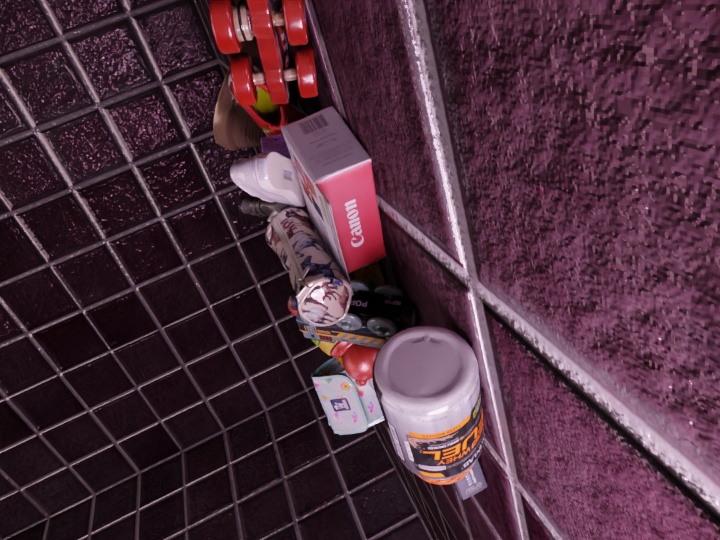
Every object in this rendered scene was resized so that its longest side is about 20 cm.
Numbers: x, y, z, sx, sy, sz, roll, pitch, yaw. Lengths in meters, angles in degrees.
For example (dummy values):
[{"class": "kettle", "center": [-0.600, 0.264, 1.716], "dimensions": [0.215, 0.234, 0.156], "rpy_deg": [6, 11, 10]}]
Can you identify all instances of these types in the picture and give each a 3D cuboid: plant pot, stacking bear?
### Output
[{"class": "plant pot", "center": [-0.171, -0.297, 0.918], "dimensions": [0.092, 0.202, 0.201], "rpy_deg": [25, 169, 0]}, {"class": "stacking bear", "center": [-0.032, 0.108, 0.930], "dimensions": [0.200, 0.121, 0.114], "rpy_deg": [50, -167, 19]}]

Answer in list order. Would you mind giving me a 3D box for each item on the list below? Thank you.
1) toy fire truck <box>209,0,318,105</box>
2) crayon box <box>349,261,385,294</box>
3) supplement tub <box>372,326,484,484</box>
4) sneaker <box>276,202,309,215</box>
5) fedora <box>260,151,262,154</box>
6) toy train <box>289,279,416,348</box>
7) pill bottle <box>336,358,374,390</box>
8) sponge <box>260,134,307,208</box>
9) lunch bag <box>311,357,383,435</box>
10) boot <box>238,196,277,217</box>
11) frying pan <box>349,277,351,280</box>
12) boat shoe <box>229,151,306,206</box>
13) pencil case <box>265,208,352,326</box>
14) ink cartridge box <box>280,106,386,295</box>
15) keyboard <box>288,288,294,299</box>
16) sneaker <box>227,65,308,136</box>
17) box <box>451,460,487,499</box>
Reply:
[{"class": "toy fire truck", "center": [-0.124, -0.329, 0.689], "dimensions": [0.201, 0.111, 0.169], "rpy_deg": [83, 180, -60]}, {"class": "crayon box", "center": [0.000, 0.000, 0.957], "dimensions": [0.127, 0.050, 0.201], "rpy_deg": [-131, 20, -65]}, {"class": "supplement tub", "center": [0.089, 0.174, 0.641], "dimensions": [0.123, 0.122, 0.201], "rpy_deg": [56, 168, 46]}, {"class": "sneaker", "center": [-0.100, -0.080, 0.942], "dimensions": [0.200, 0.074, 0.083], "rpy_deg": [68, -174, -73]}, {"class": "fedora", "center": [-0.145, -0.216, 1.029], "dimensions": [0.081, 0.201, 0.201], "rpy_deg": [31, -173, -25]}, {"class": "toy train", "center": [-0.011, 0.072, 0.818], "dimensions": [0.114, 0.198, 0.086], "rpy_deg": [82, -162, -56]}, {"class": "pill bottle", "center": [0.010, 0.177, 1.124], "dimensions": [0.200, 0.111, 0.112], "rpy_deg": [40, 155, 45]}, {"class": "sponge", "center": [-0.097, -0.164, 0.893], "dimensions": [0.200, 0.110, 0.030], "rpy_deg": [86, 171, -67]}, {"class": "lunch bag", "center": [-0.003, 0.282, 1.241], "dimensions": [0.122, 0.199, 0.172], "rpy_deg": [-140, 28, -71]}, {"class": "boot", "center": [-0.153, -0.129, 1.094], "dimensions": [0.200, 0.130, 0.068], "rpy_deg": [14, -98, -63]}, {"class": "frying pan", "center": [-0.024, 0.030, 0.887], "dimensions": [0.190, 0.031, 0.115], "rpy_deg": [52, 169, -23]}, {"class": "boat shoe", "center": [-0.132, -0.133, 0.783], "dimensions": [0.200, 0.068, 0.073], "rpy_deg": [-29, -63, -77]}, {"class": "pencil case", "center": [-0.082, -0.013, 0.763], "dimensions": [0.090, 0.078, 0.200], "rpy_deg": [48, -173, -45]}, {"class": "ink cartridge box", "center": [-0.025, -0.093, 0.744], "dimensions": [0.201, 0.083, 0.176], "rpy_deg": [77, 166, -53]}, {"class": "keyboard", "center": [-0.084, 0.001, 1.050], "dimensions": [0.021, 0.126, 0.202], "rpy_deg": [18, -110, -79]}, {"class": "sneaker", "center": [-0.131, -0.238, 0.833], "dimensions": [0.200, 0.077, 0.085], "rpy_deg": [35, -165, -41]}, {"class": "box", "center": [0.127, 0.256, 0.871], "dimensions": [0.200, 0.051, 0.159], "rpy_deg": [-144, 32, -74]}]
